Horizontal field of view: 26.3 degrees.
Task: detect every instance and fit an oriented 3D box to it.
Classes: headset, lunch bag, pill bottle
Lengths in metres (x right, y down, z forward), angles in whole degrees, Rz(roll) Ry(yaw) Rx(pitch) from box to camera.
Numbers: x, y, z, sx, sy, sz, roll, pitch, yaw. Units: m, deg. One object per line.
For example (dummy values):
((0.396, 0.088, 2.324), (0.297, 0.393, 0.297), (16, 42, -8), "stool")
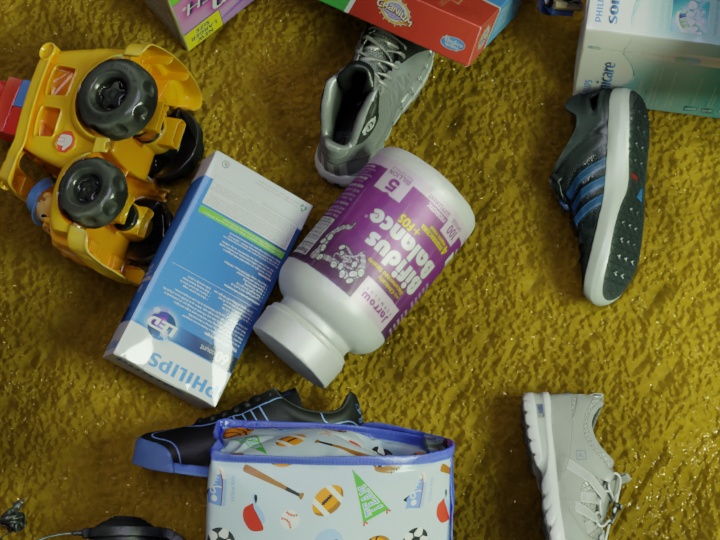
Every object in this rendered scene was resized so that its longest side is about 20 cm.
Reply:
((-0.218, 0.260, 1.305), (0.199, 0.094, 0.124), (32, 72, -3), "headset")
((-0.024, 0.213, 1.242), (0.198, 0.124, 0.172), (1, 101, -2), "lunch bag")
((0.000, 0.000, 1.340), (0.112, 0.112, 0.200), (36, 78, 13), "pill bottle")

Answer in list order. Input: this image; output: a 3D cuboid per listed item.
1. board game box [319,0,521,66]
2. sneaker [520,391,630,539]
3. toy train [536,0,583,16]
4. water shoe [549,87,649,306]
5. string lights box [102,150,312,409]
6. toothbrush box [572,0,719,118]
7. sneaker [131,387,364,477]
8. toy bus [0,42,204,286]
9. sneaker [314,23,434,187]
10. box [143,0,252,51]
((0.039, -0.266, 1.411), (0.199, 0.041, 0.153), (25, 33, 10), "board game box")
((0.190, 0.192, 1.287), (0.081, 0.075, 0.202), (-11, 72, 2), "sneaker")
((0.151, -0.283, 1.413), (0.034, 0.046, 0.200), (2, 33, -25), "toy train")
((0.210, -0.065, 1.382), (0.078, 0.071, 0.202), (1, 72, 33), "water shoe")
((-0.133, 0.009, 1.354), (0.102, 0.059, 0.201), (30, 75, -15), "string lights box")
((0.294, -0.205, 1.369), (0.198, 0.147, 0.086), (7, 72, 7), "toothbrush box")
((-0.095, 0.138, 1.320), (0.198, 0.070, 0.079), (3, 86, -5), "sneaker")
((-0.258, -0.103, 1.386), (0.190, 0.136, 0.202), (9, 76, 20), "toy bus")
((0.016, -0.180, 1.392), (0.074, 0.116, 0.201), (19, 75, 9), "sneaker")
((-0.134, -0.326, 1.402), (0.176, 0.200, 0.097), (-40, 75, -9), "box")
